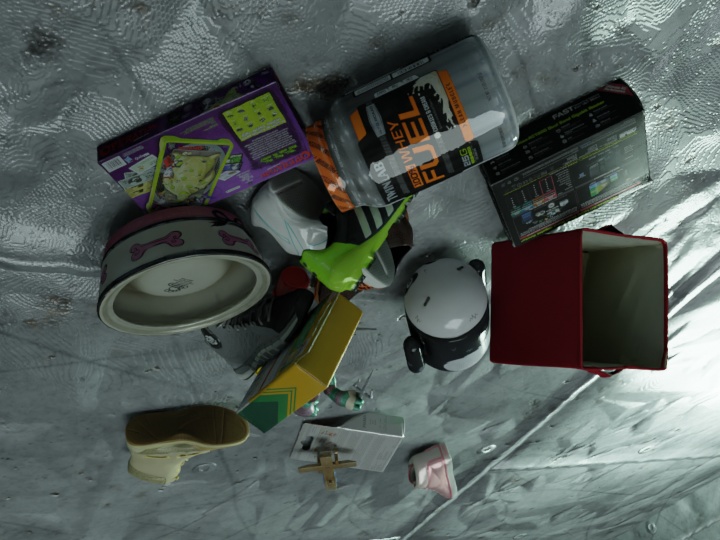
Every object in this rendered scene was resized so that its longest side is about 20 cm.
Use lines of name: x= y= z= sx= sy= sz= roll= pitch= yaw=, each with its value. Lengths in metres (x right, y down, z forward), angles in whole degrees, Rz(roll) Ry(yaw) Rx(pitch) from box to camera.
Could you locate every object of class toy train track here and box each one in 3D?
toy train track: x=-0.064 y=0.392 z=1.474 sx=0.113 sy=0.033 sz=0.201 roll=-6 pitch=146 yaw=-2

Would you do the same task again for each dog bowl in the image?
dog bowl: x=-0.206 y=0.000 z=0.855 sx=0.197 sy=0.075 sz=0.201 roll=-16 pitch=157 yaw=-7

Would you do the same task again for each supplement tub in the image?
supplement tub: x=0.051 y=-0.144 z=0.758 sx=0.198 sy=0.124 sz=0.123 roll=-24 pitch=145 yaw=8

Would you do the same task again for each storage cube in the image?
storage cube: x=0.300 y=0.044 z=1.028 sx=0.169 sy=0.203 sz=0.179 roll=4 pitch=174 yaw=-30

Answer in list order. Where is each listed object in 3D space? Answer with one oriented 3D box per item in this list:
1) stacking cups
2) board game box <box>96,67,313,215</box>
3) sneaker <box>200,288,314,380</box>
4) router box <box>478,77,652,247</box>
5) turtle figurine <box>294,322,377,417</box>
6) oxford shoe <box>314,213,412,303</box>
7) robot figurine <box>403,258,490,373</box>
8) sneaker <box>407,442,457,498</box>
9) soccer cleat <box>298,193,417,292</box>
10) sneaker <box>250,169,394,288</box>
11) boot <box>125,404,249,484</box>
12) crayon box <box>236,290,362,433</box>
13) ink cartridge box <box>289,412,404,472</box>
stacking cups: x=-0.114 y=0.070 z=1.043 sx=0.060 sy=0.061 sz=0.201 roll=-2 pitch=137 yaw=-22
board game box: x=-0.156 y=-0.124 z=0.774 sx=0.198 sy=0.033 sz=0.120 roll=-22 pitch=141 yaw=7
sneaker: x=-0.150 y=0.063 z=0.961 sx=0.115 sy=0.075 sz=0.200 roll=37 pitch=131 yaw=-10
router box: x=0.256 y=-0.128 z=0.924 sx=0.198 sy=0.063 sz=0.150 roll=-25 pitch=144 yaw=9
turtle figurine: x=-0.050 y=0.134 z=1.080 sx=0.100 sy=0.152 sz=0.200 roll=17 pitch=144 yaw=-23
oxford shoe: x=0.000 y=0.000 z=0.973 sx=0.070 sy=0.073 sz=0.200 roll=8 pitch=138 yaw=-32
robot figurine: x=0.127 y=0.068 z=1.084 sx=0.123 sy=0.152 sz=0.201 roll=-4 pitch=147 yaw=9
sneaker: x=0.159 y=0.466 z=1.680 sx=0.103 sy=0.076 sz=0.202 roll=-20 pitch=138 yaw=-5
soccer cleat: x=0.005 y=-0.067 z=0.830 sx=0.081 sy=0.201 sz=0.068 roll=33 pitch=152 yaw=-1
sneaker: x=-0.043 y=-0.041 z=0.883 sx=0.199 sy=0.071 sz=0.080 roll=36 pitch=137 yaw=-21
boot: x=-0.293 y=0.299 z=1.248 sx=0.197 sy=0.073 sz=0.156 roll=-2 pitch=142 yaw=-19
crayon box: x=-0.070 y=0.110 z=0.921 sx=0.051 sy=0.126 sz=0.200 roll=37 pitch=137 yaw=-10
ink cartridge box: x=-0.028 y=0.332 z=1.457 sx=0.197 sy=0.051 sz=0.162 roll=12 pitch=139 yaw=-9
